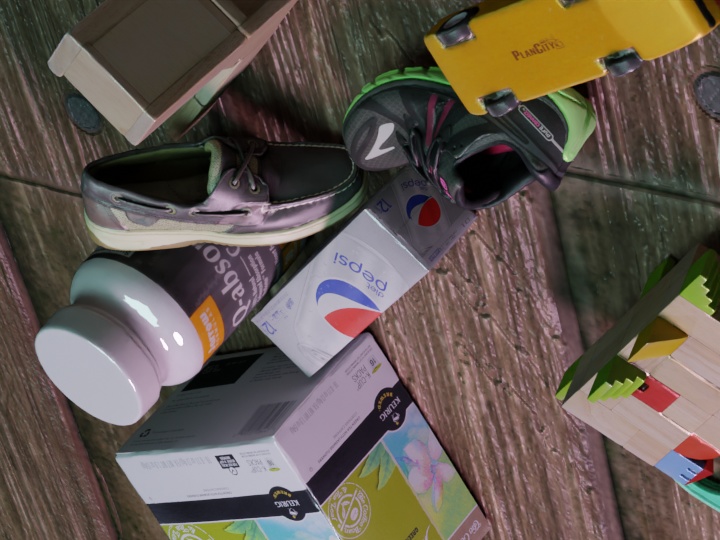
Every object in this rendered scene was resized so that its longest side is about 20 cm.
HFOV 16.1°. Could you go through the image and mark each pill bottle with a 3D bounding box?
[{"bbox_3d":[-0.136,0.010,1.831,0.116,0.200,0.116,27,146,20],"label":"pill bottle"}]

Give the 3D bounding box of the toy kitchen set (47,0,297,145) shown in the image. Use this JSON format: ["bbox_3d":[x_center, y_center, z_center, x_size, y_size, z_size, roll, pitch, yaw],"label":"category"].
[{"bbox_3d":[-0.174,-0.163,1.716,0.163,0.180,0.200,45,145,0],"label":"toy kitchen set"}]

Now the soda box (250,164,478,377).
[{"bbox_3d":[0.000,0.000,1.811,0.063,0.068,0.200,44,144,-2],"label":"soda box"}]

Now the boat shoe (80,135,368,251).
[{"bbox_3d":[-0.096,-0.060,1.763,0.201,0.072,0.066,-7,145,2],"label":"boat shoe"}]

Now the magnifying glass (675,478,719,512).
[{"bbox_3d":[0.279,0.169,1.757,0.200,0.022,0.080,46,144,-5],"label":"magnifying glass"}]

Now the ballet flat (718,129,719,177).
[{"bbox_3d":[0.244,-0.092,1.478,0.062,0.067,0.200,-127,20,-47],"label":"ballet flat"}]

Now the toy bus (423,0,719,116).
[{"bbox_3d":[0.131,-0.154,1.521,0.200,0.078,0.065,-15,116,50],"label":"toy bus"}]

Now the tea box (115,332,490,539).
[{"bbox_3d":[-0.044,0.171,1.969,0.200,0.134,0.197,-11,119,48],"label":"tea box"}]

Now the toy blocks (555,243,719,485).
[{"bbox_3d":[0.230,0.073,1.659,0.137,0.100,0.200,33,139,-7],"label":"toy blocks"}]

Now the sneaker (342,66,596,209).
[{"bbox_3d":[0.059,-0.082,1.648,0.200,0.084,0.077,-1,152,46],"label":"sneaker"}]
